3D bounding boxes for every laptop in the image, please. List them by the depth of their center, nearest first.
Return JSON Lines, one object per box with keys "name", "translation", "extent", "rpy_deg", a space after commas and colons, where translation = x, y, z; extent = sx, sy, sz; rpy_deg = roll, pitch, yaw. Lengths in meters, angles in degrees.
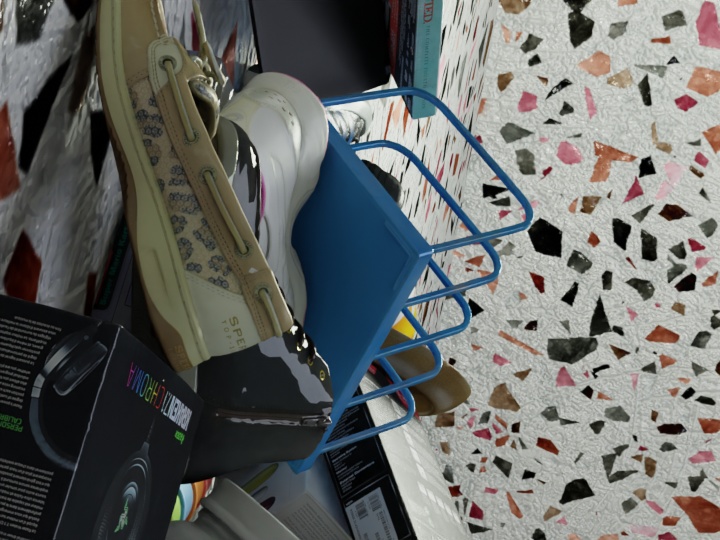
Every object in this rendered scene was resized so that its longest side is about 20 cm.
{"name": "laptop", "translation": [-0.042, -0.206, 0.955], "extent": [0.200, 0.102, 0.180], "rpy_deg": [-133, -146, -70]}

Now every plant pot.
{"name": "plant pot", "translation": [-0.006, 0.073, 1.183], "extent": [0.200, 0.198, 0.028], "rpy_deg": [80, 34, -71]}

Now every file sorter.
{"name": "file sorter", "translation": [0.000, 0.000, 0.928], "extent": [0.122, 0.139, 0.201], "rpy_deg": [-15, 145, -40]}

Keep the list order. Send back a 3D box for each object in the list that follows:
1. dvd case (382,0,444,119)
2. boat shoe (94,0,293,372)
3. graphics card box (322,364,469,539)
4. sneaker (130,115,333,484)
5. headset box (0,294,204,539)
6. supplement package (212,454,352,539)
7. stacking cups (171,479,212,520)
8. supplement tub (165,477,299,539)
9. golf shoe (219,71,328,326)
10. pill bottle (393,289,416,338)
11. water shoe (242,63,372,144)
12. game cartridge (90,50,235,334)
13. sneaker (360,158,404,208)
{"name": "dvd case", "translation": [0.016, -0.221, 0.965], "extent": [0.147, 0.022, 0.201], "rpy_deg": [91, -17, -47]}
{"name": "boat shoe", "translation": [-0.081, -0.052, 0.678], "extent": [0.073, 0.062, 0.202], "rpy_deg": [81, -5, -70]}
{"name": "graphics card box", "translation": [0.026, 0.162, 1.062], "extent": [0.125, 0.051, 0.201], "rpy_deg": [44, 17, -50]}
{"name": "sneaker", "translation": [-0.062, 0.015, 0.778], "extent": [0.105, 0.075, 0.203], "rpy_deg": [-3, 114, -35]}
{"name": "headset box", "translation": [-0.150, 0.126, 0.612], "extent": [0.174, 0.091, 0.203], "rpy_deg": [72, 32, -74]}
{"name": "supplement package", "translation": [-0.030, 0.201, 1.132], "extent": [0.110, 0.156, 0.200], "rpy_deg": [-36, -163, 14]}
{"name": "stacking cups", "translation": [-0.136, 0.147, 0.919], "extent": [0.200, 0.060, 0.061], "rpy_deg": [-33, 136, -86]}
{"name": "supplement tub", "translation": [-0.093, 0.225, 0.762], "extent": [0.200, 0.144, 0.145], "rpy_deg": [-48, 165, -12]}
{"name": "golf shoe", "translation": [-0.074, -0.012, 0.840], "extent": [0.091, 0.074, 0.203], "rpy_deg": [-35, 137, -57]}
{"name": "pill bottle", "translation": [0.001, 0.023, 1.463], "extent": [0.200, 0.110, 0.112], "rpy_deg": [81, 24, -70]}
{"name": "water shoe", "translation": [-0.046, -0.102, 1.080], "extent": [0.200, 0.071, 0.080], "rpy_deg": [6, 93, -73]}
{"name": "game cartridge", "translation": [-0.114, -0.016, 0.865], "extent": [0.130, 0.038, 0.203], "rpy_deg": [66, 38, -71]}
{"name": "sneaker", "translation": [-0.010, -0.021, 1.135], "extent": [0.200, 0.090, 0.077], "rpy_deg": [-34, -149, 57]}
